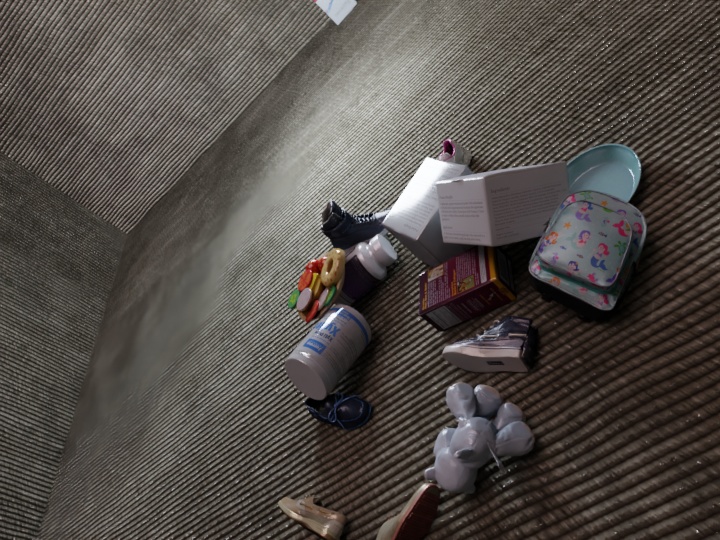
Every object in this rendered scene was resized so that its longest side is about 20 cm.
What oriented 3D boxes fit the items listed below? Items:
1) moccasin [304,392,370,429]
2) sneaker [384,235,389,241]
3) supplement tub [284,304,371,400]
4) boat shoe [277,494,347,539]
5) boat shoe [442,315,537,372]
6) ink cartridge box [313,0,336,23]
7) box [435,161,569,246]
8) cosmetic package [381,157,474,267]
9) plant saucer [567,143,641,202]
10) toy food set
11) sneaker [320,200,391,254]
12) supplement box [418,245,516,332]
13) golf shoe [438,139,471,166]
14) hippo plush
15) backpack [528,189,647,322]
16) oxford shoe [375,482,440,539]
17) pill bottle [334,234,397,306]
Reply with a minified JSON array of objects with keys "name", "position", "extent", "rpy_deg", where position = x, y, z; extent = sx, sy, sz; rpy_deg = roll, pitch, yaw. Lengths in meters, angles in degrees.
[{"name":"moccasin","position":[-0.061,0.328,1.416],"extent":[0.197,0.068,0.082],"rpy_deg":[-17,47,44]},{"name":"sneaker","position":[-0.005,-0.057,1.704],"extent":[0.197,0.075,0.107],"rpy_deg":[-32,34,15]},{"name":"supplement tub","position":[-0.074,0.191,1.447],"extent":[0.130,0.134,0.200],"rpy_deg":[-11,28,46]},{"name":"boat shoe","position":[-0.103,0.520,1.300],"extent":[0.197,0.072,0.066],"rpy_deg":[2,52,50]},{"name":"boat shoe","position":[0.256,0.142,1.187],"extent":[0.196,0.075,0.094],"rpy_deg":[-3,51,42]},{"name":"ink cartridge box","position":[-0.134,-1.310,2.890],"extent":[0.144,0.198,0.147],"rpy_deg":[-40,34,22]},{"name":"box","position":[0.283,-0.133,1.216],"extent":[0.198,0.195,0.135],"rpy_deg":[-166,66,-69]},{"name":"cosmetic package","position":[0.190,-0.125,1.418],"extent":[0.202,0.165,0.167],"rpy_deg":[-54,32,-2]},{"name":"plant saucer","position":[0.468,-0.159,1.211],"extent":[0.198,0.036,0.203],"rpy_deg":[-34,37,30]},{"name":"toy food set","position":[-0.108,0.039,1.555],"extent":[0.198,0.048,0.203],"rpy_deg":[3,68,57]},{"name":"sneaker","position":[-0.012,-0.137,1.604],"extent":[0.199,0.147,0.078],"rpy_deg":[-29,36,14]},{"name":"supplement box","position":[0.224,0.035,1.301],"extent":[0.198,0.085,0.112],"rpy_deg":[-29,40,33]},{"name":"golf shoe","position":[0.219,-0.244,1.559],"extent":[0.074,0.091,0.204],"rpy_deg":[-6,57,47]},{"name":"hippo plush","position":[0.203,0.318,1.057],"extent":[0.202,0.155,0.164],"rpy_deg":[-82,10,-59]},{"name":"backpack","position":[0.404,-0.040,1.070],"extent":[0.175,0.151,0.202],"rpy_deg":[28,75,26]},{"name":"oxford shoe","position":[0.073,0.469,1.116],"extent":[0.202,0.070,0.074],"rpy_deg":[-55,30,-2]},{"name":"pill bottle","position":[0.000,0.000,1.598],"extent":[0.199,0.111,0.113],"rpy_deg":[-41,35,20]}]
